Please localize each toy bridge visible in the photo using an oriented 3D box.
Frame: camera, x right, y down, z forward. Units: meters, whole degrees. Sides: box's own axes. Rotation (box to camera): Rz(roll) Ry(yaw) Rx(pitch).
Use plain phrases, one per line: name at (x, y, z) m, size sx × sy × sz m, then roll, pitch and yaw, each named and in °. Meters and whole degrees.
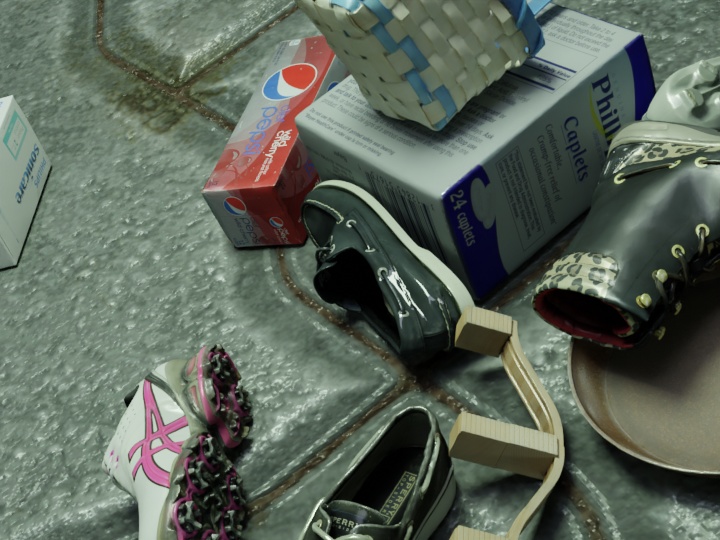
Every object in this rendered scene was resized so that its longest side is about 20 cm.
toy bridge at (0.087, 0.105, 0.821) m, size 0.067 × 0.027 × 0.201 m, roll 15°, pitch 42°, yaw -7°

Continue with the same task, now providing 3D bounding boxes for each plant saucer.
plant saucer at (0.225, 0.051, 0.830) m, size 0.199 × 0.032 × 0.201 m, roll -15°, pitch 40°, yaw 13°

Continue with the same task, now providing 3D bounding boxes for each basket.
basket at (0.058, -0.214, 0.936) m, size 0.200 × 0.177 × 0.139 m, roll -44°, pitch 37°, yaw -7°

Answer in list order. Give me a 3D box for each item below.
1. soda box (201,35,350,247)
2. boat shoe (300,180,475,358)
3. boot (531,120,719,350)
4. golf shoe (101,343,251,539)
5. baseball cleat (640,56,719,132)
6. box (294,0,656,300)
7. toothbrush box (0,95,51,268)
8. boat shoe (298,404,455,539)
soda box at (-0.057, -0.110, 1.133) m, size 0.070 × 0.064 × 0.201 m, roll -3°, pitch 44°, yaw 25°
boat shoe at (0.000, 0.002, 0.969) m, size 0.066 × 0.075 × 0.199 m, roll -26°, pitch 46°, yaw -22°
boot at (0.215, -0.014, 0.834) m, size 0.203 × 0.074 × 0.154 m, roll 12°, pitch 54°, yaw 39°
golf shoe at (-0.123, 0.133, 0.891) m, size 0.092 × 0.073 × 0.200 m, roll -22°, pitch 28°, yaw 12°
baseball cleat at (0.264, -0.119, 0.974) m, size 0.199 × 0.107 × 0.070 m, roll -15°, pitch 70°, yaw -30°
box at (0.088, -0.103, 1.018) m, size 0.200 × 0.105 × 0.184 m, roll -39°, pitch 40°, yaw -16°
toothbrush box at (-0.395, -0.061, 1.237) m, size 0.198 × 0.086 × 0.147 m, roll -11°, pitch 40°, yaw 14°
boat shoe at (-0.008, 0.159, 0.784) m, size 0.070 × 0.064 × 0.200 m, roll 12°, pitch 45°, yaw 24°
